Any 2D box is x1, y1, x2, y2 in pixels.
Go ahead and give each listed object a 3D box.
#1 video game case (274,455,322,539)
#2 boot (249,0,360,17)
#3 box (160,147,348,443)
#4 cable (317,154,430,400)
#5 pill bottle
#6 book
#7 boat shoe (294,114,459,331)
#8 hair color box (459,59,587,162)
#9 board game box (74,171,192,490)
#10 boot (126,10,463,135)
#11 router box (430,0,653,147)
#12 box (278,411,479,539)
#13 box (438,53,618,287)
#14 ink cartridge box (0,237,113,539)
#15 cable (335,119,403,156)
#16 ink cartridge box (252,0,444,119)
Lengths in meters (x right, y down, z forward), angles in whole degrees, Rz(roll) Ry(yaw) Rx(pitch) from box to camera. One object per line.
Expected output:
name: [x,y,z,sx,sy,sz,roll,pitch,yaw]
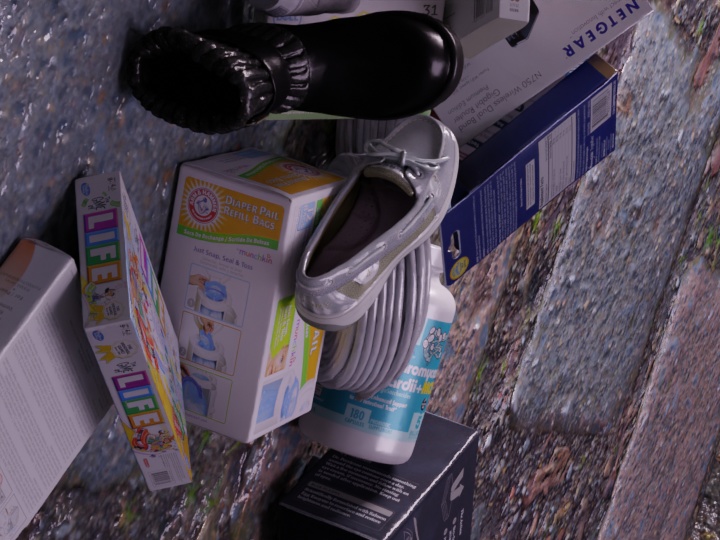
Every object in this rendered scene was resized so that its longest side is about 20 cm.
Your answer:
video game case: [-0.060,0.291,2.060,0.201,0.019,0.143,-66,157,-15]
boot: [-0.032,-0.286,1.570,0.095,0.073,0.202,-5,106,-45]
box: [-0.088,0.016,1.676,0.112,0.101,0.201,-23,127,-61]
cable: [0.000,0.000,1.776,0.200,0.069,0.202,147,-55,-70]
pill bottle: [0.021,0.068,1.956,0.111,0.110,0.201,8,99,-67]
book: [0.098,-0.276,1.644,0.134,0.048,0.202,162,-66,-71]
boat shoe: [0.013,-0.046,1.638,0.202,0.074,0.065,-53,156,-25]
hair color box: [0.134,-0.163,1.851,0.060,0.100,0.201,-15,128,-64]
board game box: [-0.162,0.046,1.528,0.201,0.034,0.135,77,2,-51]
boot: [-0.045,-0.141,1.530,0.158,0.210,0.080,-18,105,-67]
router box: [0.108,-0.229,1.751,0.199,0.180,0.049,-35,-176,-2]
box: [0.017,0.262,2.038,0.200,0.117,0.198,-43,144,-48]
box: [0.132,-0.081,1.770,0.200,0.032,0.121,-40,155,-16]
ink cartridge box: [-0.247,0.103,1.460,0.200,0.050,0.163,-54,152,-27]
cable: [0.049,-0.151,1.909,0.200,0.069,0.201,-57,153,-33]
ink cartridge box: [-0.008,-0.216,1.647,0.048,0.144,0.201,-117,-151,-56]
